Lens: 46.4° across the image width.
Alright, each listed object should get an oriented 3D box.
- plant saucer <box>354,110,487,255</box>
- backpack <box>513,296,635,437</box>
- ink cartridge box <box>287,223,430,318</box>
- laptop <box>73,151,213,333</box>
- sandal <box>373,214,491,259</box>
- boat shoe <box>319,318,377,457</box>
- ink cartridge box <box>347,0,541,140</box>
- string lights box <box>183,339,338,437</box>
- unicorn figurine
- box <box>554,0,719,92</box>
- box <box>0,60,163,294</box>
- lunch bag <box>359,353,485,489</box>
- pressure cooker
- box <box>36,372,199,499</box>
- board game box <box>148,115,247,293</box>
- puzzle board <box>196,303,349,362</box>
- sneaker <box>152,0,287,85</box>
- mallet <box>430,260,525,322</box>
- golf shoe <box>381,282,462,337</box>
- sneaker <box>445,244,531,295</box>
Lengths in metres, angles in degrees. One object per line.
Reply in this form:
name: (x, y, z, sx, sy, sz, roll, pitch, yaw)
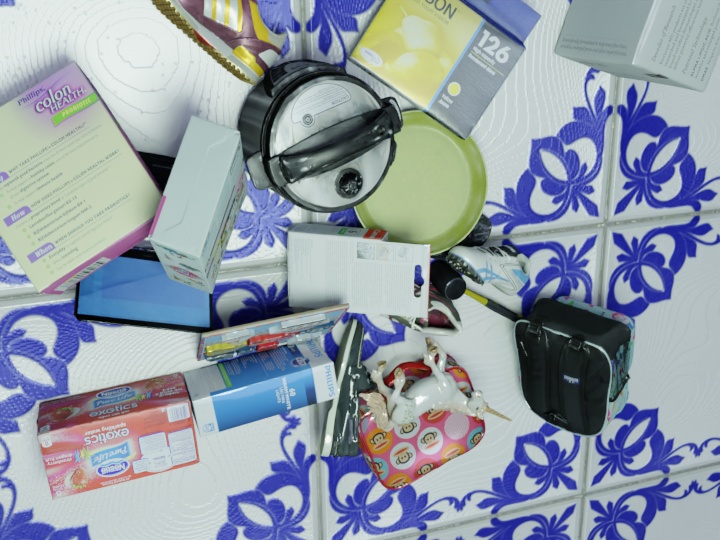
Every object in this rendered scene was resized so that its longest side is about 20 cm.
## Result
plant saucer: (0.081, -0.122, 1.184, 0.197, 0.031, 0.203, -1, 94, -9)
backpack: (0.335, 0.150, 1.310, 0.150, 0.176, 0.202, -31, 126, -39)
ink cartridge box: (0.000, 0.000, 1.157, 0.197, 0.050, 0.110, 5, 109, 11)
laptop: (-0.262, -0.039, 1.070, 0.175, 0.103, 0.202, 8, 105, -23)
sandal: (0.107, -0.047, 1.232, 0.198, 0.048, 0.076, -5, 109, -19)
boat shoe: (-0.009, 0.174, 1.223, 0.065, 0.075, 0.202, 13, 76, -7)
ink cartridge box: (0.117, -0.313, 1.127, 0.196, 0.047, 0.201, 32, 98, -10)
string lights box: (-0.141, 0.160, 1.180, 0.198, 0.103, 0.060, -14, 110, -15)
unicorn figurine: (0.102, 0.175, 1.221, 0.198, 0.074, 0.139, -18, 113, 2)
box: (0.396, -0.367, 1.147, 0.129, 0.199, 0.202, 13, 103, -22)
box: (-0.344, -0.103, 0.984, 0.175, 0.097, 0.201, -34, 91, -6)
lunch bag: (0.084, 0.222, 1.295, 0.198, 0.082, 0.178, -25, 114, -10)
pressure cooker: (-0.050, -0.164, 1.049, 0.177, 0.200, 0.178, 23, 96, -25)
box: (-0.326, 0.220, 1.137, 0.197, 0.095, 0.101, -12, 111, -16)
board game box: (-0.185, -0.069, 0.989, 0.064, 0.200, 0.149, 17, 75, -1)
puzzle board: (-0.122, 0.089, 1.148, 0.197, 0.151, 0.018, -12, 77, -17)
sneaker: (-0.180, -0.323, 1.030, 0.200, 0.075, 0.090, 41, 83, -33)
mallet: (0.181, 0.040, 1.300, 0.199, 0.066, 0.041, 25, 104, -40)
golf shoe: (0.063, 0.043, 1.226, 0.198, 0.088, 0.078, 18, 103, -23)
sneaker: (0.190, -0.013, 1.235, 0.199, 0.072, 0.073, 16, 103, -54)
